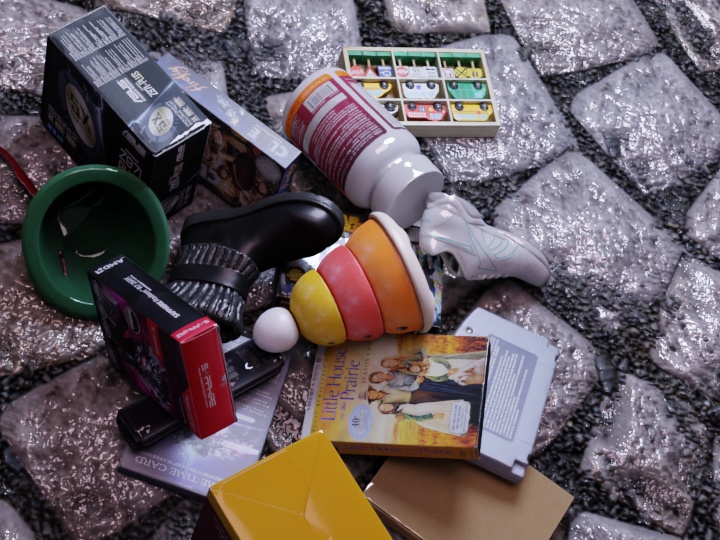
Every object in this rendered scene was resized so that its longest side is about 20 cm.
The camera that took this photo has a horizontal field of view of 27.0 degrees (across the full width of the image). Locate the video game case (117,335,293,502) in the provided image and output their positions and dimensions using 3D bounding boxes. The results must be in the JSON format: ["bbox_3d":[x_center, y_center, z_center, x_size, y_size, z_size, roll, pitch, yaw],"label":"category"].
[{"bbox_3d":[-0.168,0.155,1.653,0.142,0.019,0.201,20,57,-3],"label":"video game case"}]

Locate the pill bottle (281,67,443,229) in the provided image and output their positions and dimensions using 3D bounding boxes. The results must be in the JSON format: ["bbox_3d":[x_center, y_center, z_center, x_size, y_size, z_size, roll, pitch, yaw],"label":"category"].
[{"bbox_3d":[0.003,-0.146,1.811,0.109,0.110,0.200,-28,60,-28],"label":"pill bottle"}]

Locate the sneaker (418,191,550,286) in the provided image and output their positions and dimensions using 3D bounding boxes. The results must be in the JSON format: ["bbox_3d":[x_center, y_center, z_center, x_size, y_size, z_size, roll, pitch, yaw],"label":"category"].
[{"bbox_3d":[0.144,-0.019,1.800,0.199,0.070,0.081,28,76,-29],"label":"sneaker"}]

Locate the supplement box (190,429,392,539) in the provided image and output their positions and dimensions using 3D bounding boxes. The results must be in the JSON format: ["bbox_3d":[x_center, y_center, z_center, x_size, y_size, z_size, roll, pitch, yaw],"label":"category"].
[{"bbox_3d":[-0.061,0.304,1.482,0.132,0.201,0.198,-24,68,-27],"label":"supplement box"}]

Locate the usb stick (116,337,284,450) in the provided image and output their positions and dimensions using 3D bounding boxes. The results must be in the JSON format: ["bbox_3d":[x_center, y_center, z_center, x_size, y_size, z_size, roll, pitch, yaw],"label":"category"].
[{"bbox_3d":[-0.174,0.132,1.636,0.199,0.033,0.055,-28,60,-28],"label":"usb stick"}]

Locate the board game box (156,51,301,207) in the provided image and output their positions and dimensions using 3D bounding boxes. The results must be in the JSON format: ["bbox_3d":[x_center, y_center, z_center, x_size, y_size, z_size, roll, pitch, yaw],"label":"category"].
[{"bbox_3d":[-0.169,-0.149,1.768,0.199,0.136,0.035,37,57,9],"label":"board game box"}]

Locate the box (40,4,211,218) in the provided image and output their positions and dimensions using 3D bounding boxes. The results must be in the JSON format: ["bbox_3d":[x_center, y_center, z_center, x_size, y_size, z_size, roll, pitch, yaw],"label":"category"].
[{"bbox_3d":[-0.275,-0.172,1.734,0.086,0.164,0.200,-34,73,-30],"label":"box"}]

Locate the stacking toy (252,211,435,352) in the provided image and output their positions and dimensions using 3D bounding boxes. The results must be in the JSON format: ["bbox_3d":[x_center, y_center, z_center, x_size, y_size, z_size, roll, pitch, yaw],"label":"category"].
[{"bbox_3d":[-0.029,0.036,1.670,0.198,0.146,0.147,-25,67,-9],"label":"stacking toy"}]

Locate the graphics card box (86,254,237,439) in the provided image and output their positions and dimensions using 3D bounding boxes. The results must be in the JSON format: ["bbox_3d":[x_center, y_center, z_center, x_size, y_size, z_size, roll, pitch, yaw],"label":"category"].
[{"bbox_3d":[-0.210,0.077,1.574,0.051,0.127,0.199,-27,38,-27],"label":"graphics card box"}]

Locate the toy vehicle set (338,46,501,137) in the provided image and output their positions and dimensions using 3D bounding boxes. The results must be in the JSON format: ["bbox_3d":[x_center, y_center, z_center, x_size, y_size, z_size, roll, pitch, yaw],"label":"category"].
[{"bbox_3d":[0.076,-0.232,1.952,0.198,0.027,0.125,-2,60,-17],"label":"toy vehicle set"}]

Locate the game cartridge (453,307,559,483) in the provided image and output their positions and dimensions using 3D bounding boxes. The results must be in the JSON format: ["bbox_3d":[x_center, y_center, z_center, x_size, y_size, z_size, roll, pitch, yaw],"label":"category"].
[{"bbox_3d":[0.148,0.139,1.727,0.132,0.042,0.201,22,48,2],"label":"game cartridge"}]

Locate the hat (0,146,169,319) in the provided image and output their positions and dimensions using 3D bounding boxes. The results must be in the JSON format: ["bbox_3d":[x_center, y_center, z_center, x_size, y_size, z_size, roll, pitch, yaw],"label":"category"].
[{"bbox_3d":[-0.321,-0.060,1.737,0.164,0.176,0.202,-18,108,-14],"label":"hat"}]

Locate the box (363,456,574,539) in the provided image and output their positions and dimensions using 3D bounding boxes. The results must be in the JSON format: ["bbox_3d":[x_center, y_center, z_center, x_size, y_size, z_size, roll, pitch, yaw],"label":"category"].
[{"bbox_3d":[0.120,0.255,1.668,0.199,0.021,0.164,35,54,8],"label":"box"}]

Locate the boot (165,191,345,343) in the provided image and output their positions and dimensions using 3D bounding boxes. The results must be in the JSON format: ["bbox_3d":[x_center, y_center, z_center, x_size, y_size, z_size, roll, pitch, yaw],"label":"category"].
[{"bbox_3d":[-0.123,0.001,1.678,0.209,0.080,0.159,-11,41,19],"label":"boot"}]

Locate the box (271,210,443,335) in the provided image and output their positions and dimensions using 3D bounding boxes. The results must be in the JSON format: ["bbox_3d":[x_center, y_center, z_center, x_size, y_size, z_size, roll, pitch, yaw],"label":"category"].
[{"bbox_3d":[0.000,0.000,1.781,0.198,0.040,0.138,11,56,-9],"label":"box"}]

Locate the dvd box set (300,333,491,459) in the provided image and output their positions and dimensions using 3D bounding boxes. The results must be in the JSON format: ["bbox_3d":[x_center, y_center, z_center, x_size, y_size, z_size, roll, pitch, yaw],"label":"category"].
[{"bbox_3d":[0.041,0.137,1.669,0.198,0.030,0.147,2,54,13],"label":"dvd box set"}]
